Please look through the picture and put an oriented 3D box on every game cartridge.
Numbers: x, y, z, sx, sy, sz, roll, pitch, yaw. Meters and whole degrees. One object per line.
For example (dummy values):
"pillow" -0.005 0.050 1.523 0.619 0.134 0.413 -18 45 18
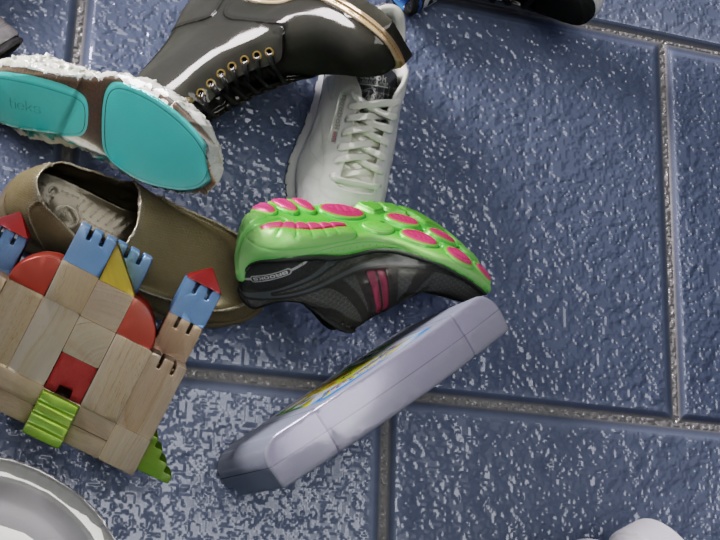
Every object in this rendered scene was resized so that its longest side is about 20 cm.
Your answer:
"game cartridge" 0.002 0.083 0.904 0.199 0.133 0.041 -33 95 -26

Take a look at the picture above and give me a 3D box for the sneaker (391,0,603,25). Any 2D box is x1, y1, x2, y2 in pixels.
"sneaker" 0.088 -0.232 1.066 0.199 0.073 0.112 34 69 1

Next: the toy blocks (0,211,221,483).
"toy blocks" -0.181 0.032 0.844 0.199 0.100 0.138 27 89 -11

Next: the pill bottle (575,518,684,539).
"pill bottle" 0.143 0.256 0.916 0.199 0.116 0.116 -23 84 -25

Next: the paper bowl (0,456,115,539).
"paper bowl" -0.236 0.212 0.796 0.199 0.104 0.203 5 74 -19

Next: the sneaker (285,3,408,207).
"sneaker" -0.005 -0.099 0.983 0.076 0.080 0.202 11 76 -20

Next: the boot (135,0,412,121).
"boot" -0.073 -0.132 0.928 0.139 0.199 0.078 -53 134 -20

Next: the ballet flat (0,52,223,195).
"ballet flat" -0.163 -0.109 0.894 0.199 0.072 0.072 22 64 22

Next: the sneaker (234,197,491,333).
"sneaker" 0.000 0.000 0.937 0.198 0.084 0.077 7 29 -25

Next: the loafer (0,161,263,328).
"loafer" -0.151 -0.017 0.911 0.198 0.067 0.077 18 69 -15

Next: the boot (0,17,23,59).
"boot" -0.275 -0.209 0.930 0.199 0.070 0.132 -37 95 -17
